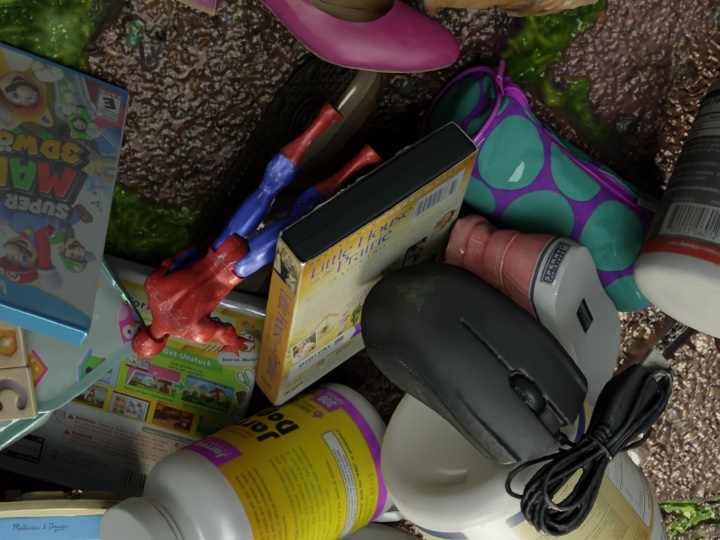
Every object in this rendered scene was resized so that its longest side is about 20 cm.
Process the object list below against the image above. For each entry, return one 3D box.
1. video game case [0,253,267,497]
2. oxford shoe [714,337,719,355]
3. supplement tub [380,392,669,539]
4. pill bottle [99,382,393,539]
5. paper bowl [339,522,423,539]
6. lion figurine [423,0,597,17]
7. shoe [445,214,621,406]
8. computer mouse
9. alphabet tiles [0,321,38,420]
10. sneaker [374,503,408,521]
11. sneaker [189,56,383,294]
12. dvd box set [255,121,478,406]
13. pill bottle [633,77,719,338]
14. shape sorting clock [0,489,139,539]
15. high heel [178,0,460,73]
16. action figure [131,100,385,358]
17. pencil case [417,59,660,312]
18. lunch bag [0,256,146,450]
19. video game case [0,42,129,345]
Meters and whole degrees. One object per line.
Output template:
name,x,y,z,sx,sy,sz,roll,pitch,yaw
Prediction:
video game case,-0.177,0.077,1.261,0.198,0.023,0.183,16,116,-2
oxford shoe,0.336,-0.006,1.300,0.074,0.071,0.200,27,111,-25
supplement tub,0.119,0.159,1.226,0.144,0.145,0.200,-32,129,9
pill bottle,-0.075,0.156,1.216,0.199,0.104,0.105,-23,127,-38
paper bowl,-0.015,0.249,1.328,0.199,0.105,0.201,3,157,1
lion figurine,0.082,-0.207,1.107,0.122,0.200,0.073,-2,81,23
shoe,0.119,0.029,1.241,0.072,0.091,0.200,-60,152,-19
computer mouse,0.087,0.056,1.118,0.139,0.199,0.053,-48,162,-21
alphabet tiles,-0.302,0.050,1.115,0.198,0.006,0.168,-5,102,10
sneaker,0.070,0.115,1.323,0.199,0.077,0.082,-24,117,-9
sneaker,-0.036,-0.066,1.213,0.075,0.071,0.200,23,120,-33
dvd box set,0.000,0.000,1.176,0.146,0.029,0.200,-35,160,-23
pill bottle,0.268,-0.061,1.188,0.115,0.116,0.201,32,75,-24
shape sorting clock,-0.242,0.173,1.252,0.198,0.200,0.040,-1,81,-9
high heel,-0.024,-0.192,1.126,0.199,0.067,0.096,21,125,4
action figure,-0.067,-0.014,1.156,0.200,0.099,0.065,-44,78,4
pencil case,0.135,-0.056,1.229,0.199,0.085,0.092,34,128,-25
lunch bag,-0.255,0.031,1.168,0.199,0.122,0.171,-33,95,9
video game case,-0.222,-0.059,1.106,0.142,0.201,0.018,20,139,-20
